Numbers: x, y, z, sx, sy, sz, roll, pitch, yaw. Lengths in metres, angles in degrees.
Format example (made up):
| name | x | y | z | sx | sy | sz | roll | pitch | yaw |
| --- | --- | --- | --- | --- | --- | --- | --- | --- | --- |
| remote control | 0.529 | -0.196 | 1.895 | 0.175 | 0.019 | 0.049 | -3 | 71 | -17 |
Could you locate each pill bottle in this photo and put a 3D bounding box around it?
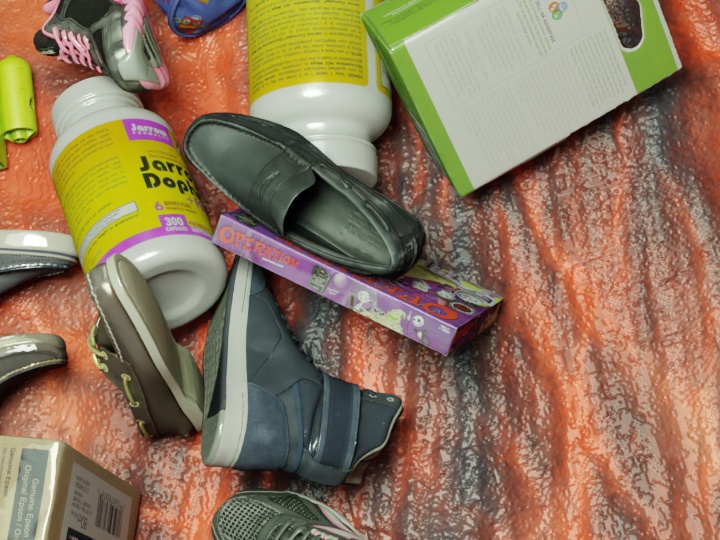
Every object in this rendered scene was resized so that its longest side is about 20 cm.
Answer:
| name | x | y | z | sx | sy | sz | roll | pitch | yaw |
| --- | --- | --- | --- | --- | --- | --- | --- | --- | --- |
| pill bottle | -0.033 | -0.162 | 1.442 | 0.112 | 0.112 | 0.200 | -5 | 73 | 7 |
| pill bottle | -0.180 | -0.056 | 1.428 | 0.104 | 0.104 | 0.200 | -25 | 57 | 1 |

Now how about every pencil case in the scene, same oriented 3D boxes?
| name | x | y | z | sx | sy | sz | roll | pitch | yaw |
| --- | --- | --- | --- | --- | --- | --- | --- | --- | --- |
| pencil case | -0.168 | -0.290 | 1.517 | 0.078 | 0.087 | 0.200 | -21 | 68 | -34 |

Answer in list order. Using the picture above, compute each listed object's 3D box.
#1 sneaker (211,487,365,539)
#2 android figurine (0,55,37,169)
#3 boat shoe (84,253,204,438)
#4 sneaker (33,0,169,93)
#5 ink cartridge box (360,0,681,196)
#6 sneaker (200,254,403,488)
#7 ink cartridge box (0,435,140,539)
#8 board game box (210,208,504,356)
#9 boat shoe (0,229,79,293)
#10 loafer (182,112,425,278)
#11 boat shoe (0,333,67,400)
| name | x | y | z | sx | sy | sz | roll | pitch | yaw |
| --- | --- | --- | --- | --- | --- | --- | --- | --- | --- |
| sneaker | -0.019 | 0.214 | 1.341 | 0.200 | 0.086 | 0.080 | 23 | 77 | 15 |
| android figurine | -0.360 | -0.135 | 1.523 | 0.182 | 0.041 | 0.200 | -12 | 72 | 5 |
| boat shoe | -0.165 | 0.062 | 1.354 | 0.059 | 0.200 | 0.072 | -17 | 53 | 5 |
| sneaker | -0.209 | -0.182 | 1.452 | 0.095 | 0.079 | 0.200 | -19 | 27 | -4 |
| ink cartridge box | 0.125 | -0.172 | 1.398 | 0.200 | 0.148 | 0.076 | -29 | 35 | -1 |
| sneaker | -0.044 | 0.078 | 1.396 | 0.146 | 0.077 | 0.202 | 11 | 46 | -14 |
| ink cartridge box | -0.227 | 0.216 | 1.313 | 0.075 | 0.200 | 0.165 | 3 | 75 | 10 |
| board game box | 0.000 | 0.000 | 1.387 | 0.200 | 0.120 | 0.032 | 26 | 112 | 15 |
| boat shoe | -0.315 | 0.023 | 1.459 | 0.200 | 0.075 | 0.093 | -5 | 78 | 16 |
| loafer | -0.046 | -0.057 | 1.343 | 0.200 | 0.070 | 0.068 | 30 | 107 | 11 |
| boat shoe | -0.315 | 0.106 | 1.435 | 0.200 | 0.074 | 0.073 | -21 | 81 | 11 |
